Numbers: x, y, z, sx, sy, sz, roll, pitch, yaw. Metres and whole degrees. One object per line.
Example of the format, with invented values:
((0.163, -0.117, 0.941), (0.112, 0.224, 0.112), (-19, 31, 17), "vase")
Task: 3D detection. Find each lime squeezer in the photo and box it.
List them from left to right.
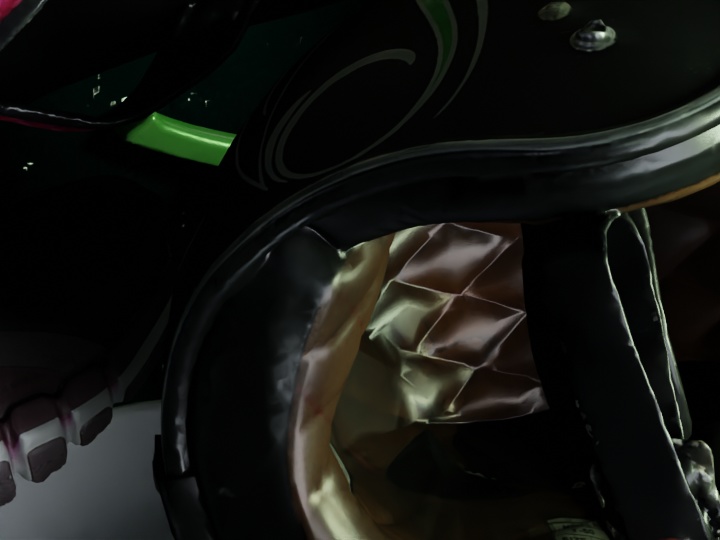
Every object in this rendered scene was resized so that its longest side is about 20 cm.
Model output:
((0.000, 0.000, 0.803), (0.071, 0.038, 0.200), (-50, 140, -16), "lime squeezer")

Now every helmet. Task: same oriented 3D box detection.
((0.058, 0.010, 0.629), (0.191, 0.199, 0.201), (-46, 145, -61), "helmet")

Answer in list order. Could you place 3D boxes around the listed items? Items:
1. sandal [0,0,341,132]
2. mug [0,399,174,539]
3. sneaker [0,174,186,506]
((-0.057, -0.066, 0.617), (0.199, 0.045, 0.075), (-19, 138, 1), "sandal")
((-0.038, 0.130, 0.767), (0.176, 0.147, 0.200), (78, 22, -44), "mug")
((-0.131, 0.011, 0.638), (0.200, 0.076, 0.116), (-40, 132, -26), "sneaker")
